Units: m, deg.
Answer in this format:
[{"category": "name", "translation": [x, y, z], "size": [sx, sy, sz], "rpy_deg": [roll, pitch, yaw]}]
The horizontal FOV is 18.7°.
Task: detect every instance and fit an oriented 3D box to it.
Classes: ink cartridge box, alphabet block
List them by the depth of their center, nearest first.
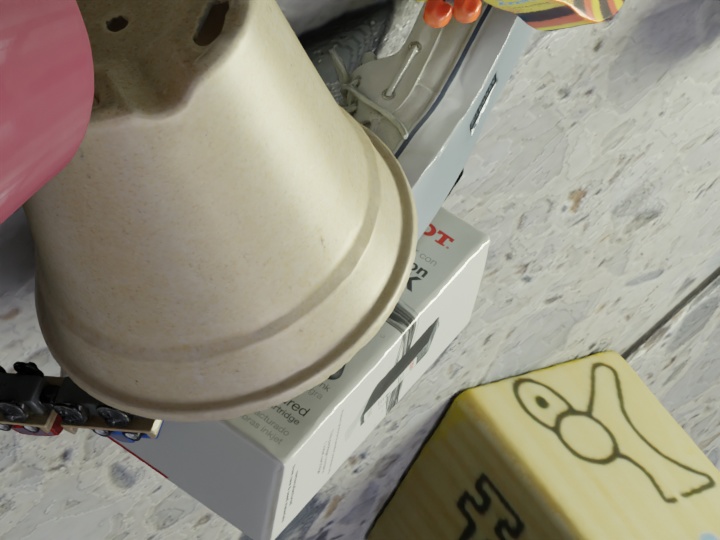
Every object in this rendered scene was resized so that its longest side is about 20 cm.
[{"category": "ink cartridge box", "translation": [-0.044, 0.026, 1.182], "size": [0.200, 0.144, 0.084], "rpy_deg": [-46, 161, -36]}, {"category": "alphabet block", "translation": [0.160, 0.209, 1.724], "size": [0.195, 0.200, 0.197], "rpy_deg": [-10, 141, -42]}]

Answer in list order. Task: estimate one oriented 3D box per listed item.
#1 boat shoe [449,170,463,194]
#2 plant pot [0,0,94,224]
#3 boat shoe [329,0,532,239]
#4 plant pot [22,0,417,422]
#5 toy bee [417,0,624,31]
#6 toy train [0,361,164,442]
[{"category": "boat shoe", "translation": [0.000, 0.000, 1.348], "size": [0.200, 0.068, 0.072], "rpy_deg": [-48, 150, 15]}, {"category": "plant pot", "translation": [-0.210, -0.066, 0.867], "size": [0.179, 0.200, 0.200], "rpy_deg": [-32, 157, -49]}, {"category": "boat shoe", "translation": [0.019, -0.091, 1.170], "size": [0.202, 0.086, 0.075], "rpy_deg": [-62, 166, -19]}, {"category": "plant pot", "translation": [-0.088, -0.062, 1.032], "size": [0.200, 0.200, 0.184], "rpy_deg": [-33, 142, -10]}, {"category": "toy bee", "translation": [0.062, -0.160, 1.094], "size": [0.200, 0.109, 0.131], "rpy_deg": [21, 160, -26]}, {"category": "toy train", "translation": [-0.175, 0.068, 1.129], "size": [0.046, 0.200, 0.034], "rpy_deg": [50, 51, -44]}]
